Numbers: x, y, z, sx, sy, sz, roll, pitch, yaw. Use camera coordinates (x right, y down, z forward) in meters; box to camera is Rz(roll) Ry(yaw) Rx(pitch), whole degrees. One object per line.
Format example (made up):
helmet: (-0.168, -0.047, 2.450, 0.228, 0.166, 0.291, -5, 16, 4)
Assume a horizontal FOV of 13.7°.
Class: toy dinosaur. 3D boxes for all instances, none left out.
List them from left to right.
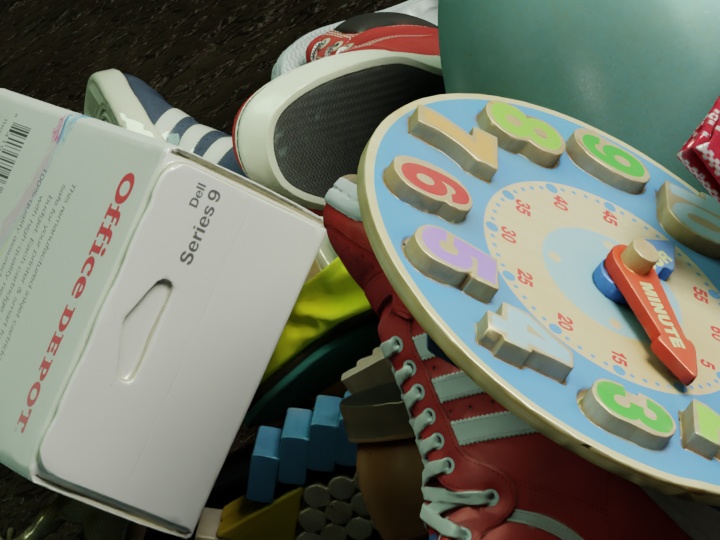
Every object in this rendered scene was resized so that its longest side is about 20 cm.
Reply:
toy dinosaur: (-0.110, 0.107, 1.296, 0.101, 0.058, 0.200, -42, 17, 27)

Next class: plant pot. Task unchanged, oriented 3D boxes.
plant pot: (0.124, -0.091, 1.241, 0.200, 0.161, 0.201, -23, 11, 5)

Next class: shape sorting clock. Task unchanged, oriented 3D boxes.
shape sorting clock: (0.089, 0.005, 1.052, 0.039, 0.200, 0.200, -52, 11, 30)

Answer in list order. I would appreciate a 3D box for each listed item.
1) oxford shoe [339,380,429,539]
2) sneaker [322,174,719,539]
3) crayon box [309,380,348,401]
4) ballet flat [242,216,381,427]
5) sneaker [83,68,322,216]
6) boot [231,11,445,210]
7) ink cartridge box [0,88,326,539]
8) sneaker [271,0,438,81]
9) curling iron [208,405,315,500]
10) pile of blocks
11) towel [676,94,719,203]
oxford shoe: (0.096, 0.067, 1.144, 0.200, 0.071, 0.071, -9, 6, 15)
sneaker: (0.034, 0.063, 1.081, 0.112, 0.200, 0.071, -47, -17, 1)
crayon box: (-0.005, 0.003, 1.422, 0.127, 0.051, 0.200, -43, 24, -26)
ballet flat: (0.000, 0.000, 1.235, 0.067, 0.067, 0.200, -20, -10, -41)
sneaker: (-0.066, -0.039, 1.406, 0.084, 0.075, 0.200, -10, 33, -24)
boot: (-0.008, -0.079, 1.389, 0.200, 0.073, 0.144, -15, 20, -40)
ink cartridge box: (-0.117, 0.013, 1.269, 0.200, 0.087, 0.146, 20, 86, 61)
sneaker: (0.044, -0.108, 1.532, 0.200, 0.073, 0.071, -13, -19, -17)
curling iron: (-0.013, 0.065, 1.315, 0.200, 0.050, 0.026, -25, 64, 35)
pile of blocks: (0.010, 0.063, 1.232, 0.200, 0.082, 0.062, -26, 23, 18)
towel: (0.195, -0.048, 1.135, 0.022, 0.145, 0.200, -28, 19, 41)
